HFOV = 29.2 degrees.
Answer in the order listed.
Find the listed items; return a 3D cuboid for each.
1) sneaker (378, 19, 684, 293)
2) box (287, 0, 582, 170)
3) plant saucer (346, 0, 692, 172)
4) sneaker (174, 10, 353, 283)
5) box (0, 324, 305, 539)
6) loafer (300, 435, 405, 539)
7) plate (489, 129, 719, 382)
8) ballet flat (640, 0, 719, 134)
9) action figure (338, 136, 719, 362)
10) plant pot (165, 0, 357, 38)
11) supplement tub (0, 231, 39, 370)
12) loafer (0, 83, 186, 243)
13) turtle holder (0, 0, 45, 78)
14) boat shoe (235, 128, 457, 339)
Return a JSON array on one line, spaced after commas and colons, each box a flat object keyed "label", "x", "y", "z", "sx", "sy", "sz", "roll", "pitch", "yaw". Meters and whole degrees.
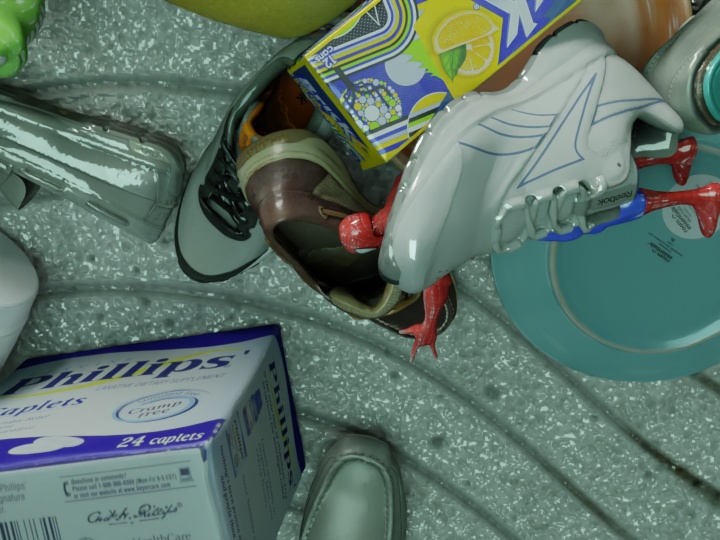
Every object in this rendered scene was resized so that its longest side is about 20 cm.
[{"label": "sneaker", "x": 0.086, "y": -0.051, "z": 0.676, "sx": 0.087, "sy": 0.200, "sz": 0.075, "roll": 38, "pitch": 149, "yaw": 20}, {"label": "box", "x": 0.062, "y": -0.142, "z": 0.713, "sx": 0.200, "sy": 0.064, "sz": 0.070, "roll": -40, "pitch": 99, "yaw": -8}, {"label": "plant saucer", "x": 0.090, "y": -0.134, "z": 0.802, "sx": 0.199, "sy": 0.037, "sz": 0.201, "roll": 2, "pitch": 107, "yaw": 7}, {"label": "sneaker", "x": -0.062, "y": -0.066, "z": 0.805, "sx": 0.074, "sy": 0.079, "sz": 0.200, "roll": 42, "pitch": 124, "yaw": 8}, {"label": "box", "x": -0.143, "y": 0.120, "z": 0.822, "sx": 0.183, "sy": 0.200, "sz": 0.105, "roll": -8, "pitch": 104, "yaw": 10}, {"label": "loafer", "x": -0.011, "y": 0.205, "z": 0.890, "sx": 0.070, "sy": 0.070, "sz": 0.201, "roll": 8, "pitch": 107, "yaw": 5}, {"label": "plate", "x": 0.175, "y": -0.016, "z": 0.807, "sx": 0.199, "sy": 0.026, "sz": 0.201, "roll": -1, "pitch": 117, "yaw": -2}, {"label": "ballet flat", "x": 0.226, "y": -0.152, "z": 0.755, "sx": 0.200, "sy": 0.064, "sz": 0.068, "roll": -43, "pitch": 120, "yaw": -15}, {"label": "action figure", "x": 0.085, "y": -0.013, "z": 0.749, "sx": 0.199, "sy": 0.065, "sz": 0.099, "roll": -5, "pitch": 135, "yaw": -10}, {"label": "plant pot", "x": -0.053, "y": -0.210, "z": 0.734, "sx": 0.200, "sy": 0.200, "sz": 0.142, "roll": -38, "pitch": 119, "yaw": 16}, {"label": "supplement tub", "x": -0.300, "y": 0.065, "z": 0.863, "sx": 0.132, "sy": 0.132, "sz": 0.201, "roll": 30, "pitch": 107, "yaw": -2}, {"label": "loafer", "x": -0.207, "y": -0.072, "z": 0.843, "sx": 0.199, "sy": 0.070, "sz": 0.070, "roll": 19, "pitch": 101, "yaw": 2}, {"label": "turtle holder", "x": -0.270, "y": -0.157, "z": 0.772, "sx": 0.186, "sy": 0.132, "sz": 0.141, "roll": 47, "pitch": 129, "yaw": -6}, {"label": "boat shoe", "x": 0.000, "y": 0.000, "z": 0.788, "sx": 0.072, "sy": 0.072, "sz": 0.200, "roll": -26, "pitch": 141, "yaw": 15}]
